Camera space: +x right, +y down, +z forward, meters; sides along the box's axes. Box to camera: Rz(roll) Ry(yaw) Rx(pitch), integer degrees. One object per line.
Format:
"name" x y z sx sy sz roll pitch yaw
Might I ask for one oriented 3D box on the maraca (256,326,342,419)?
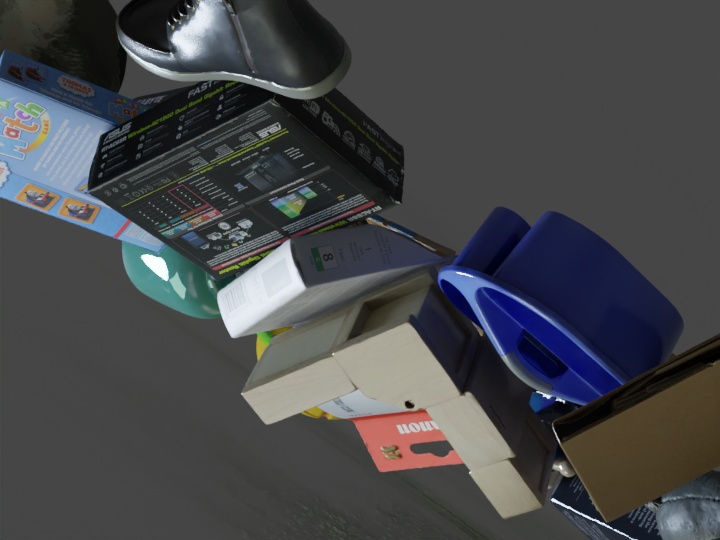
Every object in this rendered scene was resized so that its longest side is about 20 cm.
"maraca" -0.059 0.087 1.405 0.200 0.107 0.137 34 -178 31

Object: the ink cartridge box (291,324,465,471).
"ink cartridge box" 0.039 0.126 1.266 0.160 0.047 0.200 -11 120 30

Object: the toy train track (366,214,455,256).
"toy train track" -0.006 -0.041 1.241 0.200 0.033 0.115 25 156 17

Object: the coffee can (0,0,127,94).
"coffee can" -0.315 -0.194 1.204 0.146 0.146 0.200 40 166 -27

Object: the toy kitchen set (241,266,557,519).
"toy kitchen set" 0.048 0.100 1.135 0.180 0.163 0.200 -24 112 30

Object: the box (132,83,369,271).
"box" -0.107 -0.080 1.205 0.198 0.050 0.200 -2 135 51

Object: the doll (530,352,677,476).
"doll" 0.188 0.111 1.159 0.048 0.137 0.200 15 160 -43

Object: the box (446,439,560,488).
"box" 0.132 0.134 1.414 0.200 0.109 0.128 35 168 -3

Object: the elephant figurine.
"elephant figurine" 0.368 0.225 1.194 0.200 0.155 0.142 134 123 -67

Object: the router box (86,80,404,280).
"router box" -0.088 -0.079 1.029 0.200 0.062 0.150 -21 138 33

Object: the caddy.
"caddy" 0.150 0.040 1.018 0.200 0.105 0.141 39 167 -26

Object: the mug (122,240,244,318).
"mug" -0.176 -0.031 1.458 0.114 0.152 0.185 22 163 39

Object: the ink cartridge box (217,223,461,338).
"ink cartridge box" 0.000 0.000 1.115 0.161 0.200 0.050 -33 73 58

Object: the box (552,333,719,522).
"box" 0.239 0.122 1.015 0.021 0.163 0.200 64 -174 32

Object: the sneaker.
"sneaker" -0.105 -0.186 0.912 0.200 0.075 0.106 14 154 32

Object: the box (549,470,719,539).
"box" 0.333 0.270 1.429 0.200 0.107 0.148 21 162 47

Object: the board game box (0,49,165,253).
"board game box" -0.228 -0.093 1.111 0.200 0.037 0.151 20 143 -24
